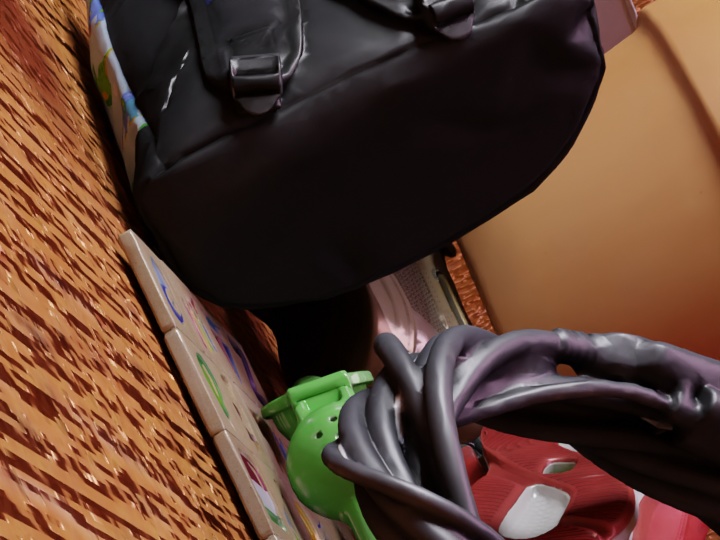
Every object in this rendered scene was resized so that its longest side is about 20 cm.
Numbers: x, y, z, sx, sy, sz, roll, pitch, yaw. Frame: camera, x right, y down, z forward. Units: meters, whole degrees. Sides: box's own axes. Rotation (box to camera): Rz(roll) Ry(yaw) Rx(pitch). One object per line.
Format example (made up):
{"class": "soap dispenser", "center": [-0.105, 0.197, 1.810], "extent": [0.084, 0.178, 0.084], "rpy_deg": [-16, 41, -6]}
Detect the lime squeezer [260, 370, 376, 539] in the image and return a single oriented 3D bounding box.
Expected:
{"class": "lime squeezer", "center": [-0.001, 0.059, 0.787], "extent": [0.071, 0.038, 0.200], "rpy_deg": [54, 3, -30]}

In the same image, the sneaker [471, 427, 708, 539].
{"class": "sneaker", "center": [0.074, 0.109, 0.814], "extent": [0.200, 0.078, 0.116], "rpy_deg": [-29, 116, -62]}

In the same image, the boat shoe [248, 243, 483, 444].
{"class": "boat shoe", "center": [0.000, 0.000, 0.969], "extent": [0.065, 0.072, 0.200], "rpy_deg": [19, 23, -25]}

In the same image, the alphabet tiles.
{"class": "alphabet tiles", "center": [-0.014, 0.086, 0.795], "extent": [0.167, 0.008, 0.200], "rpy_deg": [63, 2, 19]}

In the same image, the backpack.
{"class": "backpack", "center": [-0.021, -0.074, 0.886], "extent": [0.200, 0.163, 0.154], "rpy_deg": [55, -12, 44]}

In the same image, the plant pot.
{"class": "plant pot", "center": [0.117, 0.002, 0.967], "extent": [0.200, 0.140, 0.200], "rpy_deg": [-23, 90, -88]}

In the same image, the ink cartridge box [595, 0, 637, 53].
{"class": "ink cartridge box", "center": [0.011, -0.108, 1.126], "extent": [0.084, 0.200, 0.146], "rpy_deg": [63, 2, 33]}

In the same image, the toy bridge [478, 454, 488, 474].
{"class": "toy bridge", "center": [0.042, 0.091, 1.020], "extent": [0.200, 0.027, 0.067], "rpy_deg": [43, -38, 4]}

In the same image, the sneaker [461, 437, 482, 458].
{"class": "sneaker", "center": [0.070, 0.103, 1.123], "extent": [0.199, 0.114, 0.076], "rpy_deg": [60, 1, -13]}

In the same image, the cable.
{"class": "cable", "center": [0.072, 0.086, 0.675], "extent": [0.200, 0.051, 0.163], "rpy_deg": [19, 47, -33]}

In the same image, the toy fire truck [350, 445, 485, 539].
{"class": "toy fire truck", "center": [0.048, 0.136, 0.925], "extent": [0.141, 0.049, 0.200], "rpy_deg": [-115, 180, -66]}
